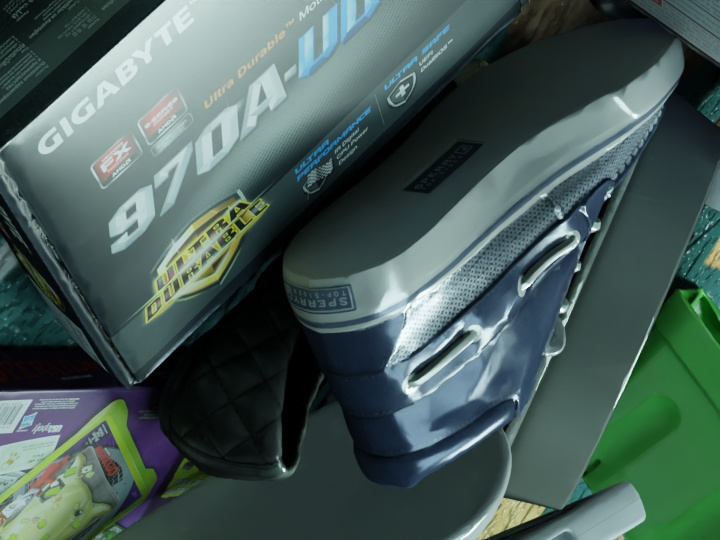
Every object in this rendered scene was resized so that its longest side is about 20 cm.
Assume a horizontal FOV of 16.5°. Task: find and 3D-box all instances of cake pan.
[{"bbox_3d":[0.103,0.014,1.046,0.200,0.037,0.201,24,90,-86],"label":"cake pan"}]

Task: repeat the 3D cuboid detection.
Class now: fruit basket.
[{"bbox_3d":[0.213,0.064,1.195,0.215,0.156,0.216,-35,173,-5],"label":"fruit basket"}]

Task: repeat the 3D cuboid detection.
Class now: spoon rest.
[{"bbox_3d":[-0.034,0.103,0.933,0.199,0.099,0.061,-30,129,-10],"label":"spoon rest"}]

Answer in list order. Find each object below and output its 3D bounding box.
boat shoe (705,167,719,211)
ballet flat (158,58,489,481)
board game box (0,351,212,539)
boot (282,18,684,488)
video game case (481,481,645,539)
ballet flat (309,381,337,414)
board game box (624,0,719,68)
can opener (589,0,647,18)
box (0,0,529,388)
[{"bbox_3d":[0.229,-0.093,1.135,0.200,0.066,0.070,-49,161,-27],"label":"boat shoe"},{"bbox_3d":[0.000,0.000,0.916,0.200,0.057,0.067,-54,151,-25],"label":"ballet flat"},{"bbox_3d":[-0.105,0.083,0.912,0.200,0.032,0.121,4,118,-59],"label":"board game box"},{"bbox_3d":[0.053,-0.011,0.900,0.200,0.073,0.091,-37,123,-32],"label":"boot"},{"bbox_3d":[0.002,0.158,1.072,0.182,0.022,0.200,-24,176,-42],"label":"video game case"},{"bbox_3d":[0.047,0.007,1.010,0.072,0.072,0.201,-1,126,-57],"label":"ballet flat"},{"bbox_3d":[0.144,-0.163,0.838,0.097,0.159,0.200,-41,153,-19],"label":"board game box"},{"bbox_3d":[0.151,-0.124,1.023,0.063,0.079,0.199,-16,-179,40],"label":"can opener"},{"bbox_3d":[-0.037,-0.074,0.795,0.200,0.046,0.159,-44,153,-12],"label":"box"}]
